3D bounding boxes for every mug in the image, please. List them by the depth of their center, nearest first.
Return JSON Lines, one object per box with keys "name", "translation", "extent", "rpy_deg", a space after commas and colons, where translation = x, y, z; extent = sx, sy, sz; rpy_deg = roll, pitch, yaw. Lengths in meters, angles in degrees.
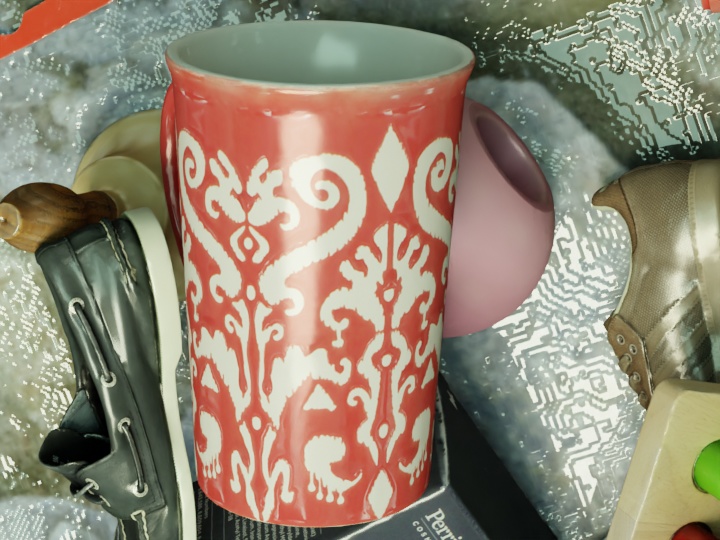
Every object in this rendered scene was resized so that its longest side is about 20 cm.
{"name": "mug", "translation": [-0.021, -0.006, 0.890], "extent": [0.133, 0.178, 0.201], "rpy_deg": [-2, 108, -8]}

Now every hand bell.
{"name": "hand bell", "translation": [-0.132, -0.026, 0.957], "extent": [0.104, 0.200, 0.105], "rpy_deg": [1, 95, 15]}

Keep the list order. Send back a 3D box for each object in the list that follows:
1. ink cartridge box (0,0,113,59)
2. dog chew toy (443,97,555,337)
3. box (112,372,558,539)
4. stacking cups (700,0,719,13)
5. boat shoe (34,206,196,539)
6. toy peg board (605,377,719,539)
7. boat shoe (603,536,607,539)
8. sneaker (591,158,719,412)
{"name": "ink cartridge box", "translation": [-0.229, -0.205, 1.023], "extent": [0.160, 0.047, 0.201], "rpy_deg": [-25, 94, 13]}
{"name": "dog chew toy", "translation": [0.000, 0.000, 0.993], "extent": [0.200, 0.125, 0.125], "rpy_deg": [-37, 93, 21]}
{"name": "box", "translation": [-0.008, 0.166, 1.007], "extent": [0.199, 0.105, 0.148], "rpy_deg": [-29, 120, 14]}
{"name": "stacking cups", "translation": [0.262, -0.162, 0.947], "extent": [0.199, 0.061, 0.061], "rpy_deg": [-4, 100, 11]}
{"name": "boat shoe", "translation": [-0.117, 0.072, 0.907], "extent": [0.066, 0.075, 0.200], "rpy_deg": [-10, 117, -20]}
{"name": "toy peg board", "translation": [0.217, 0.170, 0.946], "extent": [0.199, 0.098, 0.200], "rpy_deg": [9, 104, -31]}
{"name": "boat shoe", "translation": [0.139, 0.234, 1.038], "extent": [0.073, 0.068, 0.200], "rpy_deg": [4, 78, 19]}
{"name": "sneaker", "translation": [0.166, 0.043, 1.008], "extent": [0.075, 0.070, 0.201], "rpy_deg": [-3, 98, 29]}
